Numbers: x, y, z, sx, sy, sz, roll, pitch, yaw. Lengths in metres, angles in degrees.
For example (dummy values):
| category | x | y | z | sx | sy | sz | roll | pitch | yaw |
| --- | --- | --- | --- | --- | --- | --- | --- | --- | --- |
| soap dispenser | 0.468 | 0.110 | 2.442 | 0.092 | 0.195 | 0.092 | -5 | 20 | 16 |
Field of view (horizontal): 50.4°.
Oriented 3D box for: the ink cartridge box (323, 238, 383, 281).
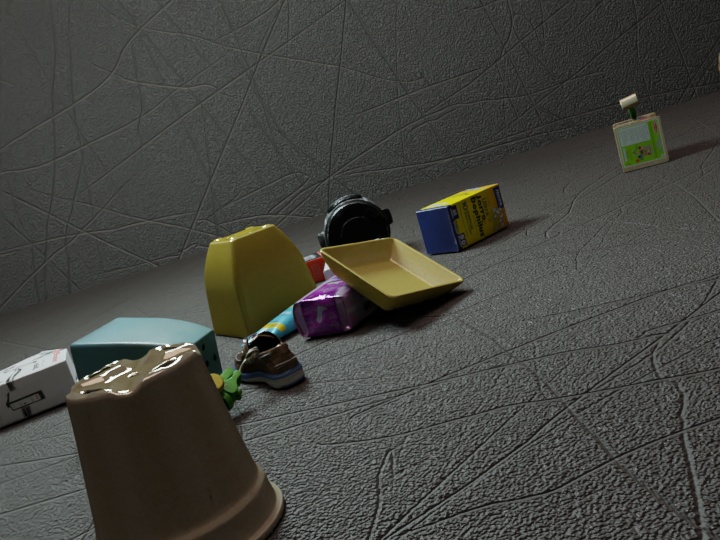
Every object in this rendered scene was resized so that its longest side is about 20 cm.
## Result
| category | x | y | z | sx | sy | sz | roll | pitch | yaw |
| --- | --- | --- | --- | --- | --- | --- | --- | --- | --- |
| ink cartridge box | 0.000 | 0.000 | 1.670 | 0.142 | 0.086 | 0.200 | -16 | 11 | 3 |

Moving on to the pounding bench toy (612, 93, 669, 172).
| category | x | y | z | sx | sy | sz | roll | pitch | yaw |
| --- | --- | --- | --- | --- | --- | --- | --- | --- | --- |
| pounding bench toy | 0.778 | -0.399 | 2.155 | 0.123 | 0.203 | 0.156 | -13 | 11 | 20 |

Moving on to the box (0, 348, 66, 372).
| category | x | y | z | sx | sy | sz | roll | pitch | yaw |
| --- | --- | --- | --- | --- | --- | --- | --- | --- | --- |
| box | -0.826 | 0.249 | 1.873 | 0.109 | 0.035 | 0.199 | -10 | 13 | 35 |

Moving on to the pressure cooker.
| category | x | y | z | sx | sy | sz | roll | pitch | yaw |
| --- | --- | --- | --- | --- | --- | --- | --- | --- | --- |
| pressure cooker | -0.014 | -0.104 | 2.005 | 0.174 | 0.181 | 0.200 | 23 | 7 | -6 |

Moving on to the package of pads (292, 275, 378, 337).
| category | x | y | z | sx | sy | sz | roll | pitch | yaw |
| --- | --- | --- | --- | --- | --- | --- | --- | --- | --- |
| package of pads | -0.031 | 0.055 | 1.452 | 0.119 | 0.077 | 0.200 | -12 | 12 | 30 |

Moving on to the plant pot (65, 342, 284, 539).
| category | x | y | z | sx | sy | sz | roll | pitch | yaw |
| --- | --- | --- | --- | --- | --- | --- | --- | --- | --- |
| plant pot | -0.195 | 0.180 | 0.757 | 0.198 | 0.186 | 0.201 | -16 | 10 | 3 |

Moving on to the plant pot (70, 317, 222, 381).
| category | x | y | z | sx | sy | sz | roll | pitch | yaw |
| --- | --- | --- | --- | --- | --- | --- | --- | --- | --- |
| plant pot | -0.337 | 0.158 | 1.257 | 0.197 | 0.144 | 0.141 | -6 | 13 | 18 |

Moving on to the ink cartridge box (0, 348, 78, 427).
| category | x | y | z | sx | sy | sz | roll | pitch | yaw |
| --- | --- | --- | --- | --- | --- | --- | --- | --- | --- |
| ink cartridge box | -0.669 | 0.238 | 1.526 | 0.198 | 0.085 | 0.146 | -21 | 11 | -18 |

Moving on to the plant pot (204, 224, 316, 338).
| category | x | y | z | sx | sy | sz | roll | pitch | yaw |
| --- | --- | --- | --- | --- | --- | --- | --- | --- | --- |
| plant pot | -0.229 | 0.013 | 1.656 | 0.194 | 0.203 | 0.193 | -24 | 12 | -32 |

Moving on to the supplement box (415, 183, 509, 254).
| category | x | y | z | sx | sy | sz | roll | pitch | yaw |
| --- | --- | --- | --- | --- | --- | --- | --- | --- | --- |
| supplement box | 0.247 | -0.124 | 1.843 | 0.199 | 0.110 | 0.109 | -26 | 13 | -38 |

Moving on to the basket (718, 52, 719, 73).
| category | x | y | z | sx | sy | sz | roll | pitch | yaw |
| --- | --- | --- | --- | --- | --- | --- | --- | --- | --- |
| basket | 1.685 | -0.934 | 3.408 | 0.141 | 0.150 | 0.202 | -15 | 44 | 3 |

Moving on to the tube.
| category | x | y | z | sx | sy | sz | roll | pitch | yaw |
| --- | --- | --- | --- | --- | --- | --- | --- | --- | --- |
| tube | -0.141 | 0.100 | 1.504 | 0.077 | 0.051 | 0.199 | -17 | 12 | 47 |

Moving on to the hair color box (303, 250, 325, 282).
| category | x | y | z | sx | sy | sz | roll | pitch | yaw |
| --- | --- | --- | --- | --- | --- | --- | --- | --- | --- |
| hair color box | -0.169 | 0.011 | 1.964 | 0.197 | 0.062 | 0.101 | -20 | 11 | -11 |

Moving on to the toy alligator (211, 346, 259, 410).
| category | x | y | z | sx | sy | sz | roll | pitch | yaw |
| --- | --- | --- | --- | --- | --- | --- | --- | --- | --- |
| toy alligator | -0.199 | 0.181 | 1.103 | 0.054 | 0.060 | 0.200 | 34 | 48 | 21 |

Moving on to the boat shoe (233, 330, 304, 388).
| category | x | y | z | sx | sy | sz | roll | pitch | yaw |
| --- | --- | --- | --- | --- | --- | --- | --- | --- | --- |
| boat shoe | -0.153 | 0.136 | 1.235 | 0.072 | 0.073 | 0.199 | -23 | 12 | -33 |

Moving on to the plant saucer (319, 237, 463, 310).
| category | x | y | z | sx | sy | sz | roll | pitch | yaw |
| --- | --- | --- | --- | --- | --- | --- | --- | --- | --- |
| plant saucer | 0.053 | 0.010 | 1.396 | 0.198 | 0.049 | 0.199 | -10 | 32 | -42 |
